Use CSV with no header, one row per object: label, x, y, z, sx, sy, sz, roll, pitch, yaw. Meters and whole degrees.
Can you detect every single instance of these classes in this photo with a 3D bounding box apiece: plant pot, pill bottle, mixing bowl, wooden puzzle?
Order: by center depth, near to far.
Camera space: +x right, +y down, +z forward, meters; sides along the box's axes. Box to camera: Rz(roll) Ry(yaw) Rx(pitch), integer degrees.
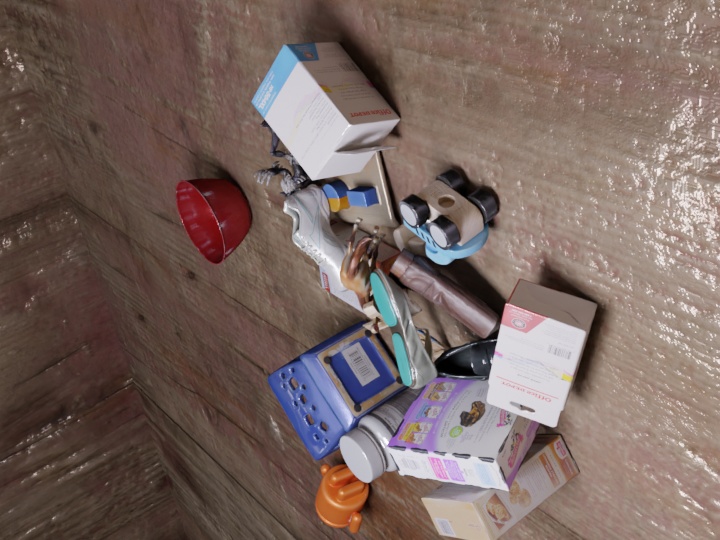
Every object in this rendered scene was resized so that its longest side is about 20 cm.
wooden puzzle,-0.023,-0.165,1.606,0.185,0.046,0.201,10,123,55
pill bottle,0.067,0.296,1.703,0.114,0.200,0.114,39,145,35
plant pot,-0.034,0.223,1.819,0.200,0.200,0.180,57,144,9
mixing bowl,-0.312,-0.125,2.052,0.200,0.108,0.201,38,143,36

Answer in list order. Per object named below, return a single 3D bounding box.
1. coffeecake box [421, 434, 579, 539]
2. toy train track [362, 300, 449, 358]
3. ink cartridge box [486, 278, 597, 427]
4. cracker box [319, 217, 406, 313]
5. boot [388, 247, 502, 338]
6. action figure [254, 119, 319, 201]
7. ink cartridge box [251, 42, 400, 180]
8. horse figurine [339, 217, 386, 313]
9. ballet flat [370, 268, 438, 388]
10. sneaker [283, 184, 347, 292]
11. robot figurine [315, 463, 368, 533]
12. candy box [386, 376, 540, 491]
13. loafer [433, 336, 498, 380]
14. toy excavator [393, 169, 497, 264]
coffeecake box,0.223,0.345,1.490,0.073,0.200,0.153,62,152,-4
toy train track,0.081,0.110,1.565,0.114,0.033,0.200,-25,136,38
ink cartridge box,0.254,0.121,1.327,0.116,0.068,0.201,20,132,16
cracker box,0.000,0.000,1.702,0.200,0.058,0.135,29,136,44
boot,0.135,0.049,1.498,0.199,0.064,0.186,32,174,3
action figure,-0.136,-0.181,1.723,0.119,0.102,0.201,9,122,42
ink cartridge box,-0.049,-0.242,1.458,0.200,0.128,0.125,54,129,17
horse figurine,0.005,-0.007,1.505,0.050,0.133,0.200,15,172,13
ballet flat,0.073,0.087,1.475,0.067,0.063,0.201,-13,95,69
sneaker,-0.078,-0.049,1.655,0.070,0.080,0.201,-25,89,56
robot figurine,-0.045,0.531,2.189,0.143,0.117,0.200,25,142,7
candy box,0.168,0.251,1.467,0.199,0.168,0.072,-1,127,37
loafer,0.200,0.140,1.447,0.200,0.070,0.068,-14,88,44
toy excavator,0.116,-0.058,1.436,0.194,0.100,0.200,40,155,35
